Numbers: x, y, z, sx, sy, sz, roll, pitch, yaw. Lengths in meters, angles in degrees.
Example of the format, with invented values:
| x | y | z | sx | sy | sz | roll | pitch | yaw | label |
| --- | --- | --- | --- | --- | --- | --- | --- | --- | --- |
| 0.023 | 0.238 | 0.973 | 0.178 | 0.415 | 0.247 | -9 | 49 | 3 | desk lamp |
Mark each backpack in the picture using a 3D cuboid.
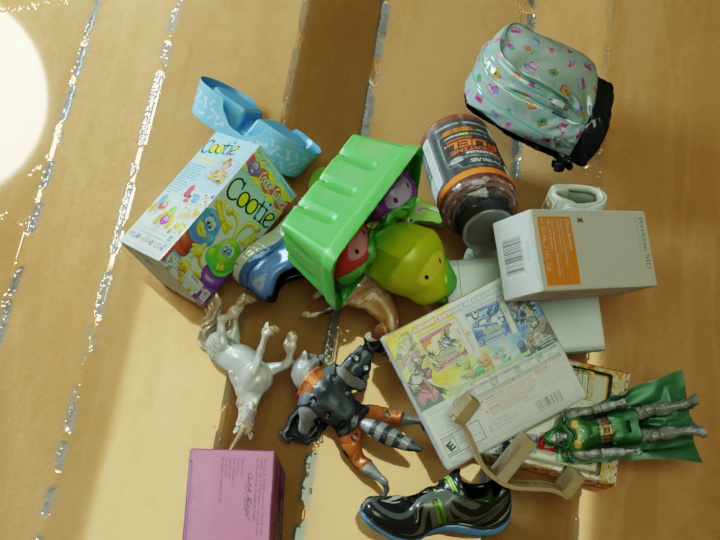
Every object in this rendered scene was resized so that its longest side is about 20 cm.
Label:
| x | y | z | sx | sy | sz | roll | pitch | yaw | label |
| --- | --- | --- | --- | --- | --- | --- | --- | --- | --- |
| 0.249 | -0.249 | 1.237 | 0.200 | 0.127 | 0.167 | 26 | 42 | -4 | backpack |

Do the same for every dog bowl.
| x | y | z | sx | sy | sz | roll | pitch | yaw | label |
| --- | --- | --- | --- | --- | --- | --- | --- | --- | --- |
| -0.150 | -0.199 | 1.246 | 0.200 | 0.111 | 0.050 | 34 | 105 | 9 | dog bowl |

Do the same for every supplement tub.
| x | y | z | sx | sy | sz | roll | pitch | yaw | label |
| --- | --- | --- | --- | --- | --- | --- | --- | --- | --- |
| 0.148 | -0.115 | 1.188 | 0.107 | 0.107 | 0.200 | -8 | 44 | -5 | supplement tub |

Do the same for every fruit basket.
| x | y | z | sx | sy | sz | roll | pitch | yaw | label |
| --- | --- | --- | --- | --- | --- | --- | --- | --- | --- |
| 0.031 | -0.040 | 1.094 | 0.215 | 0.156 | 0.216 | 0 | 64 | 1 | fruit basket |

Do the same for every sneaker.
| x | y | z | sx | sy | sz | roll | pitch | yaw | label |
| --- | --- | --- | --- | --- | --- | --- | --- | --- | --- |
| 0.235 | -0.062 | 1.199 | 0.200 | 0.116 | 0.074 | -13 | 46 | -11 | sneaker |
| 0.093 | 0.280 | 1.082 | 0.199 | 0.071 | 0.083 | 1 | 112 | -17 | sneaker |
| -0.070 | -0.033 | 1.179 | 0.200 | 0.079 | 0.089 | -44 | 74 | -8 | sneaker |

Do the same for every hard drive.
| x | y | z | sx | sy | sz | roll | pitch | yaw | label |
| --- | --- | --- | --- | --- | --- | --- | --- | --- | --- |
| 0.211 | 0.047 | 1.161 | 0.200 | 0.027 | 0.132 | -3 | 78 | -5 | hard drive |

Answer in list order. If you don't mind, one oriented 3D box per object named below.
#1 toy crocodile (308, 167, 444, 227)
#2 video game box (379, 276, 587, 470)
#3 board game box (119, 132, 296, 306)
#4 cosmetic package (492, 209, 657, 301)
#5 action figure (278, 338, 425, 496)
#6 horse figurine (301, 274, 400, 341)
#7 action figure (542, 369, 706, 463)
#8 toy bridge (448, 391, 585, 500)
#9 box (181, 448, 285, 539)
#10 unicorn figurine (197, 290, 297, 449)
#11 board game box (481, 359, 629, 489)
| x | y | z | sx | sy | sz | roll | pitch | yaw | label |
| --- | --- | --- | --- | --- | --- | --- | --- | --- | --- |
| 0.024 | -0.099 | 1.238 | 0.200 | 0.068 | 0.062 | 22 | 90 | 7 | toy crocodile |
| 0.151 | 0.120 | 1.107 | 0.200 | 0.047 | 0.182 | -26 | 89 | -7 | video game box |
| -0.200 | -0.070 | 1.180 | 0.105 | 0.103 | 0.200 | 23 | 68 | 43 | board game box |
| 0.268 | -0.019 | 1.102 | 0.200 | 0.071 | 0.102 | -2 | 80 | -33 | cosmetic package |
| -0.001 | 0.160 | 1.131 | 0.193 | 0.105 | 0.200 | 36 | 74 | 0 | action figure |
| 0.000 | 0.000 | 1.186 | 0.132 | 0.050 | 0.200 | -1 | 61 | 25 | horse figurine |
| 0.325 | 0.196 | 1.108 | 0.200 | 0.055 | 0.118 | -9 | 76 | -5 | action figure |
| 0.183 | 0.226 | 1.071 | 0.200 | 0.027 | 0.067 | 37 | 94 | -18 | toy bridge |
| -0.143 | 0.307 | 1.019 | 0.097 | 0.200 | 0.176 | 2 | 70 | -2 | box |
| -0.147 | 0.119 | 1.138 | 0.200 | 0.074 | 0.137 | 44 | 108 | 45 | unicorn figurine |
| 0.238 | 0.186 | 1.157 | 0.200 | 0.046 | 0.152 | 13 | 71 | 2 | board game box |
